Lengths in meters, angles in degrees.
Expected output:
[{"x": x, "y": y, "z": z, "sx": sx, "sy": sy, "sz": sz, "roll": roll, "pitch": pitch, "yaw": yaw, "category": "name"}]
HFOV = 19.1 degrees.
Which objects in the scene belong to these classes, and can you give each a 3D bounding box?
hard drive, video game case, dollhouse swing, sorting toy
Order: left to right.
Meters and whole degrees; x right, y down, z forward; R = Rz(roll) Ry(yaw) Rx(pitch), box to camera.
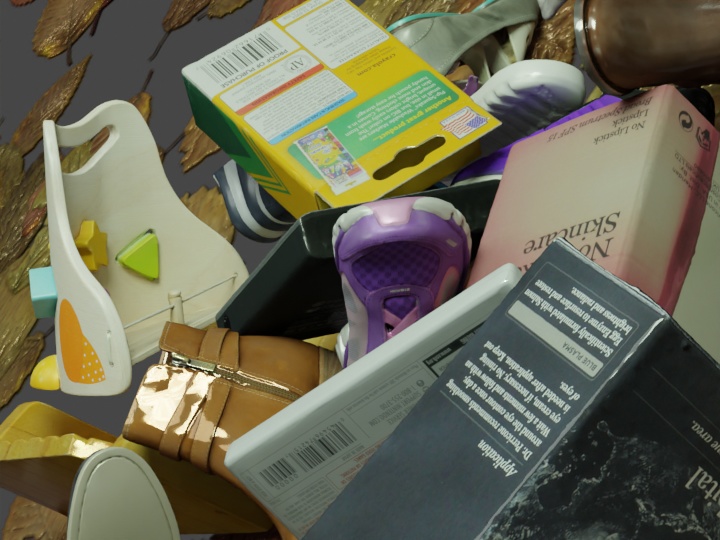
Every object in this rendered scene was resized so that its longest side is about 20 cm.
[{"x": -0.172, "y": -0.022, "z": 1.479, "sx": 0.106, "sy": 0.182, "sz": 0.200, "roll": -7, "pitch": 9, "yaw": 24, "category": "sorting toy"}, {"x": -0.132, "y": 0.083, "z": 1.475, "sx": 0.199, "sy": 0.181, "sz": 0.177, "roll": -9, "pitch": 58, "yaw": 52, "category": "dollhouse swing"}, {"x": 0.000, "y": 0.000, "z": 1.345, "sx": 0.200, "sy": 0.138, "sz": 0.033, "roll": 136, "pitch": 121, "yaw": -64, "category": "hard drive"}, {"x": 0.058, "y": 0.111, "z": 1.121, "sx": 0.199, "sy": 0.182, "sz": 0.023, "roll": -34, "pitch": 20, "yaw": 27, "category": "video game case"}]

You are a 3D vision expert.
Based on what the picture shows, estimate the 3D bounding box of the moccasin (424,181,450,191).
[{"x": 0.011, "y": -0.023, "z": 1.492, "sx": 0.069, "sy": 0.080, "sz": 0.200, "roll": -61, "pitch": 15, "yaw": -17, "category": "moccasin"}]

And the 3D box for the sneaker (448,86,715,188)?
[{"x": 0.146, "y": -0.072, "z": 1.355, "sx": 0.199, "sy": 0.070, "sz": 0.100, "roll": -11, "pitch": 39, "yaw": 45, "category": "sneaker"}]

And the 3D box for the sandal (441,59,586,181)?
[{"x": 0.086, "y": -0.106, "z": 1.442, "sx": 0.202, "sy": 0.082, "sz": 0.050, "roll": -24, "pitch": 54, "yaw": 53, "category": "sandal"}]

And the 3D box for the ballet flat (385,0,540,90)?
[{"x": 0.081, "y": -0.157, "z": 1.523, "sx": 0.067, "sy": 0.064, "sz": 0.199, "roll": -37, "pitch": -8, "yaw": 37, "category": "ballet flat"}]

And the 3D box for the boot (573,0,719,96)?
[{"x": 0.237, "y": -0.146, "z": 1.184, "sx": 0.199, "sy": 0.186, "sz": 0.065, "roll": -10, "pitch": 89, "yaw": 34, "category": "boot"}]

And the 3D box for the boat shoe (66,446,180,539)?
[{"x": -0.147, "y": 0.198, "z": 1.324, "sx": 0.072, "sy": 0.202, "sz": 0.063, "roll": -17, "pitch": 19, "yaw": -20, "category": "boat shoe"}]

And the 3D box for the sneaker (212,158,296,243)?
[{"x": -0.037, "y": -0.096, "z": 1.526, "sx": 0.108, "sy": 0.070, "sz": 0.201, "roll": -34, "pitch": 19, "yaw": 34, "category": "sneaker"}]

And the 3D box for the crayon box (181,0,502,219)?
[{"x": -0.012, "y": -0.095, "z": 1.389, "sx": 0.125, "sy": 0.052, "sz": 0.200, "roll": -31, "pitch": 46, "yaw": -18, "category": "crayon box"}]

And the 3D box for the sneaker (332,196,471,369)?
[{"x": 0.025, "y": 0.037, "z": 1.231, "sx": 0.080, "sy": 0.201, "sz": 0.089, "roll": -1, "pitch": 55, "yaw": -1, "category": "sneaker"}]

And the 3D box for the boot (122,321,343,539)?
[{"x": -0.069, "y": 0.112, "z": 1.291, "sx": 0.077, "sy": 0.154, "sz": 0.201, "roll": 107, "pitch": 178, "yaw": -48, "category": "boot"}]

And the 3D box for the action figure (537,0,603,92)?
[{"x": 0.204, "y": -0.175, "z": 1.307, "sx": 0.194, "sy": 0.198, "sz": 0.105, "roll": 117, "pitch": 178, "yaw": -75, "category": "action figure"}]

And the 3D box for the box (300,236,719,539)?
[{"x": 0.111, "y": 0.132, "z": 1.000, "sx": 0.200, "sy": 0.196, "sz": 0.117, "roll": -49, "pitch": 28, "yaw": 0, "category": "box"}]

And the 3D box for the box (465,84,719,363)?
[{"x": 0.137, "y": 0.017, "z": 1.200, "sx": 0.127, "sy": 0.109, "sz": 0.201, "roll": -20, "pitch": 39, "yaw": 42, "category": "box"}]
